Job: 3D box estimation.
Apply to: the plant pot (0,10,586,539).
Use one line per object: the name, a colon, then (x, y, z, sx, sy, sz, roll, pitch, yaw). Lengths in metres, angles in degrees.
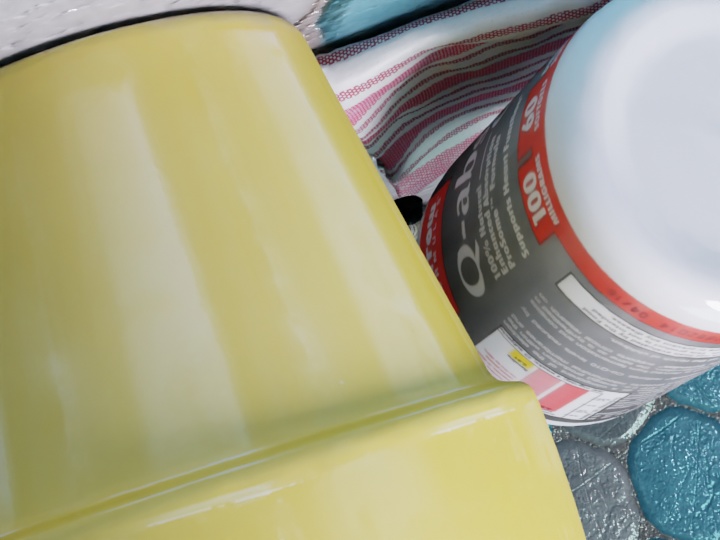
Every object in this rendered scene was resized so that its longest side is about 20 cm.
plant pot: (-0.052, 0.035, 0.539, 0.199, 0.191, 0.201, -18, 173, -2)

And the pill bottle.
pill bottle: (0.085, -0.010, 0.632, 0.115, 0.117, 0.200, -15, 168, -22)

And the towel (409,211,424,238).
towel: (-0.051, 0.001, 1.012, 0.191, 0.035, 0.200, -25, 169, 24)

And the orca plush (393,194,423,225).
orca plush: (0.000, 0.000, 0.741, 0.070, 0.106, 0.200, -23, 164, 4)

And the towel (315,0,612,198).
towel: (0.065, -0.073, 0.674, 0.145, 0.030, 0.200, -20, 173, 5)
